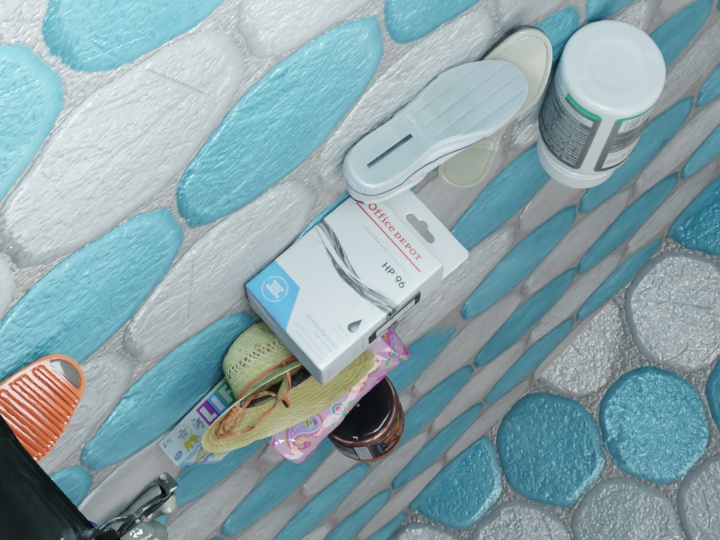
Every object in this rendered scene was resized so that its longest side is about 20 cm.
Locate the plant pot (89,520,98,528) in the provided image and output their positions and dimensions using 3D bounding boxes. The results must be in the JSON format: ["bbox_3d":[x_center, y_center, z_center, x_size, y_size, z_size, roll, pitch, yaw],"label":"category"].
[{"bbox_3d":[-0.318,0.364,1.894,0.200,0.180,0.200,-45,165,11],"label":"plant pot"}]

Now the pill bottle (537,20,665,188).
[{"bbox_3d":[0.253,-0.173,2.025,0.113,0.113,0.200,-38,166,-19],"label":"pill bottle"}]

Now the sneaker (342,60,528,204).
[{"bbox_3d":[0.064,-0.130,1.745,0.199,0.073,0.071,-30,172,-15],"label":"sneaker"}]

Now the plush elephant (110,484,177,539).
[{"bbox_3d":[-0.252,0.368,2.137,0.200,0.155,0.165,-35,164,-32],"label":"plush elephant"}]

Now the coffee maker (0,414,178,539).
[{"bbox_3d":[-0.270,0.144,1.327,0.192,0.200,0.135,-30,164,-34],"label":"coffee maker"}]

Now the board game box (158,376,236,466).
[{"bbox_3d":[-0.120,0.133,2.062,0.200,0.034,0.134,-45,166,7],"label":"board game box"}]

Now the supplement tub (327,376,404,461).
[{"bbox_3d":[0.003,0.187,2.419,0.107,0.107,0.200,-41,167,-5],"label":"supplement tub"}]

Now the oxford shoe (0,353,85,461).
[{"bbox_3d":[-0.307,0.142,1.545,0.200,0.071,0.073,-45,-165,-4],"label":"oxford shoe"}]

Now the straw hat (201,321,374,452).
[{"bbox_3d":[-0.092,0.099,1.934,0.200,0.085,0.201,-27,160,-10],"label":"straw hat"}]

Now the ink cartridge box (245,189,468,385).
[{"bbox_3d":[0.000,0.000,1.828,0.200,0.116,0.068,-41,168,-11],"label":"ink cartridge box"}]

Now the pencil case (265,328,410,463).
[{"bbox_3d":[-0.035,0.134,2.212,0.200,0.087,0.087,-46,166,9],"label":"pencil case"}]

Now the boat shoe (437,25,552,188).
[{"bbox_3d":[0.126,-0.171,1.838,0.063,0.072,0.201,-91,-158,-46],"label":"boat shoe"}]
